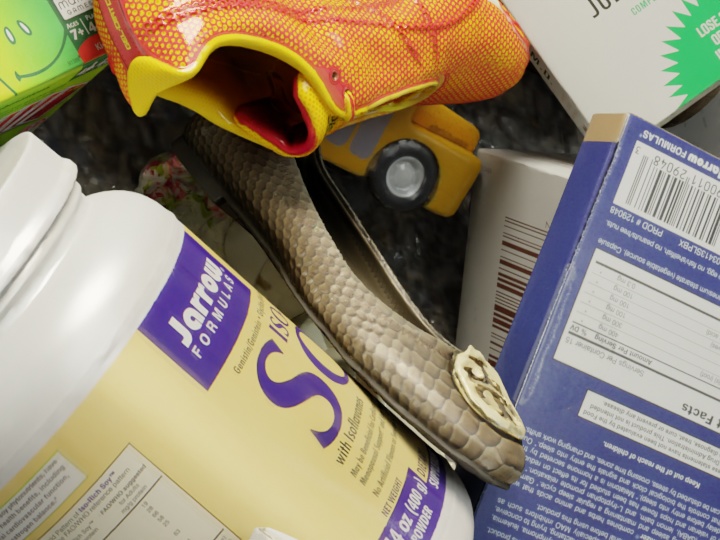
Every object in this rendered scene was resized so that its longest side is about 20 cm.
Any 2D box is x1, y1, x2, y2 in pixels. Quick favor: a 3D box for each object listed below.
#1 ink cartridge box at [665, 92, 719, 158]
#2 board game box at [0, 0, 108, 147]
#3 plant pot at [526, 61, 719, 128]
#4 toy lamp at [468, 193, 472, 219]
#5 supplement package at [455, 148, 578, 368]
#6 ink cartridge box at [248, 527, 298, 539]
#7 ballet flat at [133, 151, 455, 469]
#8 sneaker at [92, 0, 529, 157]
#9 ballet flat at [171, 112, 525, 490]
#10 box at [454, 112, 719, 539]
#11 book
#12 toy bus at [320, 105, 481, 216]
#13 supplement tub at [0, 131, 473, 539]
[{"bbox_3d":[0.216,-0.105,1.043,0.050,0.200,0.110,1,68,-38],"label":"ink cartridge box"},{"bbox_3d":[-0.180,-0.043,0.763,0.200,0.101,0.048,-32,89,-43],"label":"board game box"},{"bbox_3d":[0.066,-0.177,0.992,0.199,0.187,0.188,14,60,-17],"label":"plant pot"},{"bbox_3d":[0.135,0.004,1.025,0.199,0.058,0.058,24,56,-28],"label":"toy lamp"},{"bbox_3d":[0.153,0.019,0.937,0.199,0.117,0.118,2,99,-23],"label":"supplement package"},{"bbox_3d":[0.001,0.198,0.679,0.145,0.087,0.201,25,88,-27],"label":"ink cartridge box"},{"bbox_3d":[-0.014,0.031,0.887,0.076,0.064,0.201,-32,90,-42],"label":"ballet flat"},{"bbox_3d":[-0.015,-0.072,0.820,0.199,0.073,0.078,1,66,-42],"label":"sneaker"},{"bbox_3d":[0.000,0.000,0.812,0.200,0.046,0.067,49,4,36],"label":"ballet flat"},{"bbox_3d":[0.103,0.057,0.834,0.121,0.032,0.201,24,83,-23],"label":"box"},{"bbox_3d":[0.092,-0.161,0.897,0.133,0.048,0.200,-35,86,-4],"label":"book"},{"bbox_3d":[-0.037,-0.094,0.905,0.199,0.065,0.079,25,96,-27],"label":"toy bus"},{"bbox_3d":[-0.076,0.065,0.764,0.200,0.145,0.146,42,49,-15],"label":"supplement tub"}]
